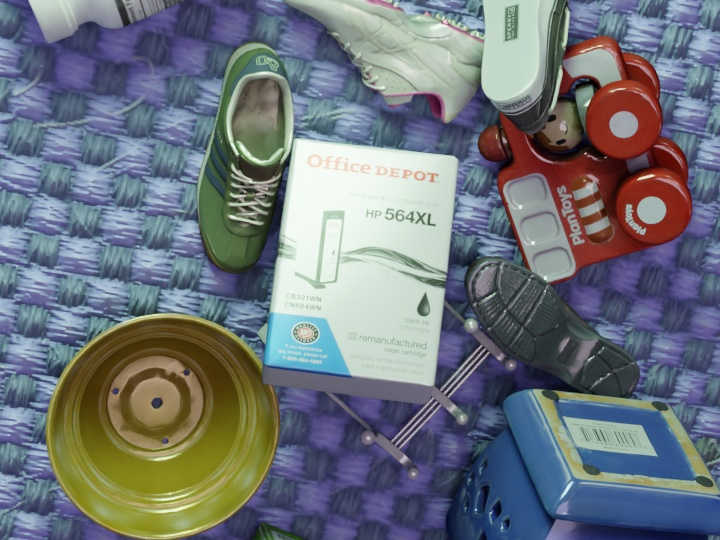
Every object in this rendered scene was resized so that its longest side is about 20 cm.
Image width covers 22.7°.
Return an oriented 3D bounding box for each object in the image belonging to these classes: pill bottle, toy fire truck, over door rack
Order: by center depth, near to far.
[{"bbox_3d":[-0.180,-0.266,1.448,0.199,0.116,0.117,-24,106,-5],"label":"pill bottle"},{"bbox_3d":[0.196,-0.095,1.580,0.167,0.112,0.201,-18,110,15],"label":"toy fire truck"},{"bbox_3d":[0.028,0.074,1.596,0.200,0.067,0.148,43,90,-18],"label":"over door rack"}]

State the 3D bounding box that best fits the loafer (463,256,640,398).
[{"bbox_3d":[0.165,0.052,1.616,0.200,0.063,0.072,36,95,-21],"label":"loafer"}]

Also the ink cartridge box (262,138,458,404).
[{"bbox_3d":[0.000,0.000,1.510,0.145,0.084,0.202,6,75,0],"label":"ink cartridge box"}]

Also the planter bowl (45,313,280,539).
[{"bbox_3d":[-0.174,0.125,1.554,0.199,0.083,0.202,-3,104,-11],"label":"planter bowl"}]

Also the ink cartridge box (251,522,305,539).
[{"bbox_3d":[-0.069,0.355,1.635,0.147,0.076,0.201,26,97,-17],"label":"ink cartridge box"}]

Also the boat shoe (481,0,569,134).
[{"bbox_3d":[0.143,-0.211,1.529,0.064,0.070,0.201,45,48,-49],"label":"boat shoe"}]

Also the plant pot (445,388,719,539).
[{"bbox_3d":[0.205,0.219,1.577,0.198,0.200,0.181,8,118,-15],"label":"plant pot"}]

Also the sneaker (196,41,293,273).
[{"bbox_3d":[-0.097,-0.089,1.518,0.067,0.090,0.202,6,102,-14],"label":"sneaker"}]

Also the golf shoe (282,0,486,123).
[{"bbox_3d":[0.017,-0.191,1.531,0.199,0.075,0.092,20,101,-15],"label":"golf shoe"}]
